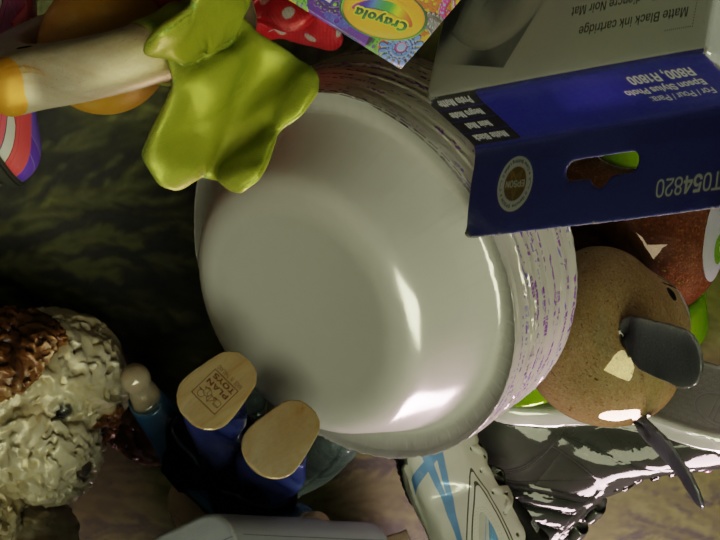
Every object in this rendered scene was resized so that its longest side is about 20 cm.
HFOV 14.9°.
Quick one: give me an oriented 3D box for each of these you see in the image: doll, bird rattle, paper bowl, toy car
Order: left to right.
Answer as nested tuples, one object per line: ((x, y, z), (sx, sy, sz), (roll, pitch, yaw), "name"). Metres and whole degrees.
((-0.096, -0.117, 1.276), (0.162, 0.200, 0.113), (-10, 115, 3), "bird rattle")
((-0.072, 0.095, 1.414), (0.136, 0.200, 0.049), (37, 70, 5), "doll")
((0.000, 0.000, 1.367), (0.104, 0.200, 0.201), (-35, 143, -46), "paper bowl")
((0.141, 0.023, 1.423), (0.157, 0.200, 0.165), (-18, 128, -10), "toy car")

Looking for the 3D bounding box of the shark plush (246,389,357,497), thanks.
((-0.062, 0.121, 1.512), (0.091, 0.084, 0.200), (22, 128, -35), "shark plush")

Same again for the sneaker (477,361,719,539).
((0.152, 0.107, 1.576), (0.199, 0.071, 0.099), (4, 125, -10), "sneaker")

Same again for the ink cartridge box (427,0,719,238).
((0.107, -0.121, 1.215), (0.040, 0.199, 0.201), (18, 76, -32), "ink cartridge box")

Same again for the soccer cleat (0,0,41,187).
((-0.181, -0.128, 1.322), (0.073, 0.068, 0.201), (-22, 125, -4), "soccer cleat")

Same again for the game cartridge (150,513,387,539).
((-0.096, 0.176, 1.402), (0.200, 0.041, 0.133), (-34, 156, 34), "game cartridge")

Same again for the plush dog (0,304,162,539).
((-0.189, 0.095, 1.453), (0.172, 0.160, 0.200), (-49, 152, 4), "plush dog")

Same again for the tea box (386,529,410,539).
((-0.005, 0.285, 1.539), (0.133, 0.201, 0.197), (-14, 150, -5), "tea box")

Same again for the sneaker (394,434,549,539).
((0.060, 0.126, 1.521), (0.072, 0.072, 0.201), (-16, 90, -2), "sneaker")

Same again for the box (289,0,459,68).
((-0.040, -0.224, 1.210), (0.200, 0.193, 0.122), (30, 113, -29), "box")
